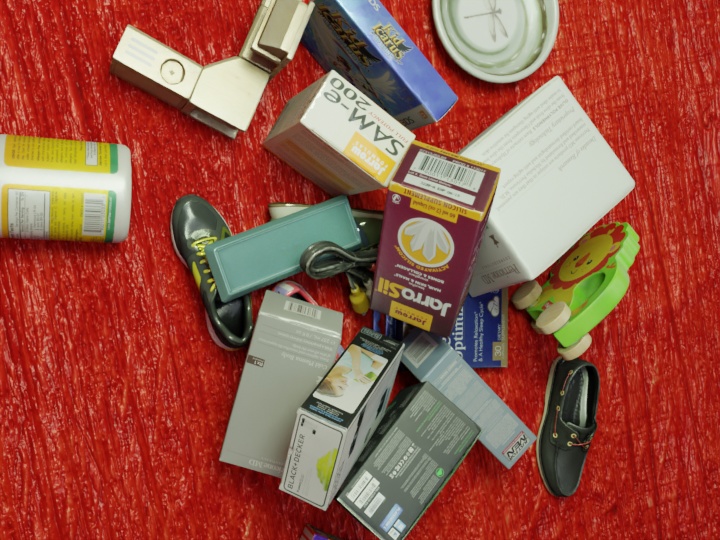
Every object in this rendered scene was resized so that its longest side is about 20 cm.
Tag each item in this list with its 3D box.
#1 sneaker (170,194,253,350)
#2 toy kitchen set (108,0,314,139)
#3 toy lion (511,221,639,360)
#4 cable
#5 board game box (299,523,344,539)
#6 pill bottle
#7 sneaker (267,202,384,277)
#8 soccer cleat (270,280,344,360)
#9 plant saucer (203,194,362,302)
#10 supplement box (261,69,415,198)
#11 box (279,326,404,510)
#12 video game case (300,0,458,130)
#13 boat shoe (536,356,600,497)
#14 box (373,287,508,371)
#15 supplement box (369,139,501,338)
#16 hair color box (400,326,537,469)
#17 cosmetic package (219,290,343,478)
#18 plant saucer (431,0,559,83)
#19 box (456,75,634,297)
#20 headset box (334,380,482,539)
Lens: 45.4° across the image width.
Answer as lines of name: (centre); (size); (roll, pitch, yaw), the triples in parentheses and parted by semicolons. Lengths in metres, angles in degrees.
sneaker: (-0.171, 0.002, 1.053); (0.073, 0.084, 0.204); (-24, 99, -19)
toy kitchen set: (-0.167, -0.294, 1.010); (0.178, 0.163, 0.204); (26, 82, -18)
toy lion: (0.308, 0.013, 1.177); (0.191, 0.200, 0.069); (-43, 102, 5)
cable: (0.000, 0.000, 1.073); (0.097, 0.200, 0.051); (-43, 66, 6)
board game box: (-0.013, 0.446, 1.136); (0.197, 0.046, 0.154); (27, 82, -19)
pill bottle: (-0.361, -0.092, 0.967); (0.195, 0.112, 0.116); (2, 90, -20)
sneaker: (-0.028, -0.037, 1.120); (0.196, 0.067, 0.092); (3, 95, -19)
soccer cleat: (-0.051, 0.100, 1.102); (0.066, 0.076, 0.202); (-37, 102, -16)
plant saucer: (-0.087, -0.030, 1.039); (0.197, 0.019, 0.071); (-22, 96, -24)
supplement box: (-0.032, -0.158, 1.041); (0.125, 0.199, 0.074); (35, 80, -17)
box: (-0.018, 0.165, 0.997); (0.059, 0.200, 0.119); (21, 117, 13)
video game case: (0.009, -0.259, 1.065); (0.046, 0.181, 0.200); (-46, 104, -13)
boat shoe: (0.302, 0.228, 1.244); (0.072, 0.063, 0.207); (6, 90, -22)
box: (0.113, 0.074, 1.187); (0.195, 0.032, 0.124); (0, 91, -19)
supplement box: (0.082, -0.032, 0.994); (0.108, 0.203, 0.086); (19, 45, 11)
hair color box: (0.138, 0.164, 1.137); (0.061, 0.099, 0.200); (-44, 117, -2)
cosmetic package: (-0.095, 0.140, 1.039); (0.104, 0.090, 0.204); (14, 105, -4)
plant saucer: (0.181, -0.359, 1.198); (0.196, 0.050, 0.205); (0, 90, -21)
box: (0.198, -0.100, 1.114); (0.199, 0.199, 0.172); (-40, 93, -17)
headset box: (0.045, 0.240, 1.081); (0.092, 0.200, 0.175); (40, 76, 1)
